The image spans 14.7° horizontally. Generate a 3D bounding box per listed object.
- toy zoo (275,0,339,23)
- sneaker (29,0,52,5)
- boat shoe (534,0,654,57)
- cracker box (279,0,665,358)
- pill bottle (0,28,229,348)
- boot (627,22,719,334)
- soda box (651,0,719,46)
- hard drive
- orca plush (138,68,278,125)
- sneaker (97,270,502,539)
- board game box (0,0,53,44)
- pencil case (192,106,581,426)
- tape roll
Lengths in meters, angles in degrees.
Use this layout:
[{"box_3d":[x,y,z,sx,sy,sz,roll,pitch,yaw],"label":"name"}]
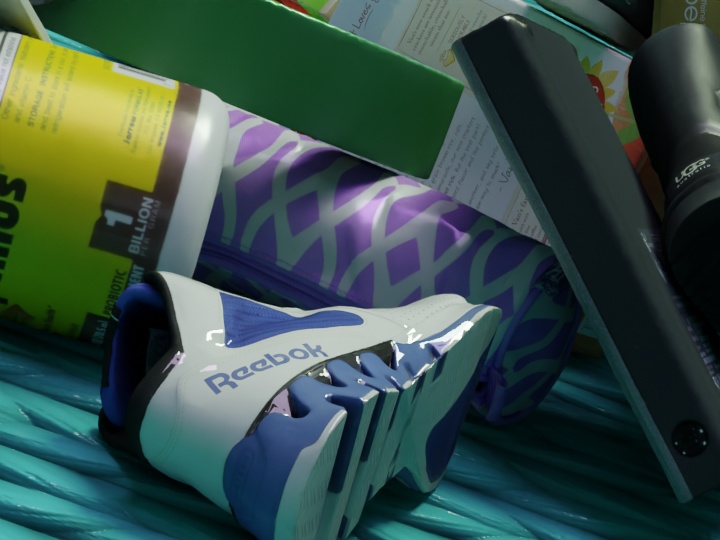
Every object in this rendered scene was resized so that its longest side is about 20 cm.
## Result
[{"box_3d":[-0.007,-0.131,1.621,0.131,0.020,0.200,43,-3,-27],"label":"toy zoo"},{"box_3d":[-0.162,-0.137,1.171,0.074,0.200,0.081,-3,63,-37],"label":"sneaker"},{"box_3d":[0.129,-0.141,1.365,0.073,0.062,0.200,29,6,12],"label":"boat shoe"},{"box_3d":[0.060,-0.063,1.344,0.200,0.135,0.058,32,9,34],"label":"cracker box"},{"box_3d":[-0.158,-0.043,1.093,0.199,0.110,0.109,16,15,-6],"label":"pill bottle"},{"box_3d":[0.189,-0.001,1.206,0.200,0.076,0.168,49,19,-23],"label":"boot"},{"box_3d":[0.193,-0.116,1.352,0.067,0.065,0.200,3,-3,18],"label":"soda box"},{"box_3d":[0.106,-0.007,1.140,0.201,0.033,0.140,64,12,5],"label":"hard drive"},{"box_3d":[-0.086,-0.068,1.416,0.106,0.071,0.200,61,26,-8],"label":"orca plush"},{"box_3d":[-0.029,0.036,1.018,0.115,0.081,0.199,25,18,17],"label":"sneaker"},{"box_3d":[-0.216,-0.110,1.149,0.198,0.026,0.200,8,-22,14],"label":"board game box"},{"box_3d":[0.000,0.000,1.195,0.199,0.084,0.086,24,50,25],"label":"pencil case"},{"box_3d":[-0.054,-0.098,1.238,0.199,0.048,0.200,22,3,-1],"label":"tape roll"}]
